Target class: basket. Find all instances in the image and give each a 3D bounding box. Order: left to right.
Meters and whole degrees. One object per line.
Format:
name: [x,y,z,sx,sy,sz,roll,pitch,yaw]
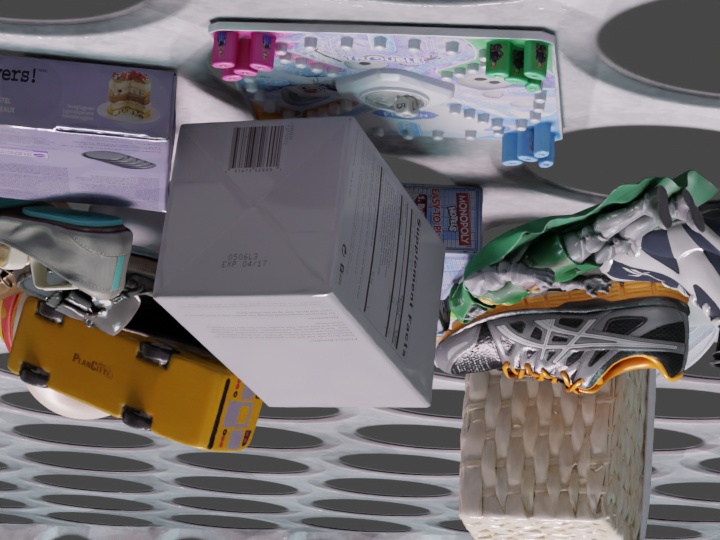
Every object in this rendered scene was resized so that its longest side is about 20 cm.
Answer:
basket: [0.151,0.119,1.751,0.134,0.202,0.123,-1,160,19]

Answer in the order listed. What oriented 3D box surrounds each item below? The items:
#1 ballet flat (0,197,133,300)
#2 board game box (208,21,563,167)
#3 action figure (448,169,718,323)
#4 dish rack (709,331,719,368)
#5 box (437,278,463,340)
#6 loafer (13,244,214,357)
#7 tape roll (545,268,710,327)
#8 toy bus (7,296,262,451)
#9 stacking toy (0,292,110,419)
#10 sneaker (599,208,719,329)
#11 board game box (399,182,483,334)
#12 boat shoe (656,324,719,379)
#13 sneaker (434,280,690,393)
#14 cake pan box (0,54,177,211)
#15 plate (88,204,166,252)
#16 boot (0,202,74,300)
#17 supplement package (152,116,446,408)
ballet flat: [-0.233,-0.023,1.561,0.067,0.064,0.199,-8,-160,-43]
board game box: [0.021,-0.103,1.355,0.198,0.026,0.200,3,167,7]
action figure: [0.137,-0.009,1.526,0.199,0.055,0.118,-26,159,38]
dish rack: [0.408,0.056,1.864,0.153,0.055,0.199,12,165,-35]
box: [0.067,0.038,1.926,0.199,0.042,0.155,16,162,-38]
loafer: [-0.164,0.022,1.654,0.199,0.063,0.072,11,152,-35]
tape roll: [0.202,0.009,1.763,0.201,0.037,0.203,4,168,1]
toy bus: [-0.176,0.078,1.728,0.199,0.066,0.078,19,-173,31]
stacking toy: [-0.265,0.040,1.904,0.145,0.147,0.199,14,179,-36]
sneaker: [0.254,0.022,1.559,0.198,0.131,0.079,-13,-178,40]
board game box: [0.000,0.000,1.629,0.198,0.062,0.200,-4,147,12]
boat shoe: [0.227,0.060,1.921,0.073,0.067,0.200,36,132,-24]
sneaker: [0.150,0.056,1.664,0.198,0.078,0.078,-11,168,15]
cake pan box: [-0.218,-0.089,1.443,0.198,0.053,0.184,5,165,-3]
plate: [-0.106,-0.006,1.726,0.198,0.033,0.200,5,152,-1]
boot: [-0.253,-0.011,1.695,0.074,0.075,0.200,50,158,-3]
supplement package: [-0.033,0.000,1.429,0.120,0.121,0.200,-1,157,19]
